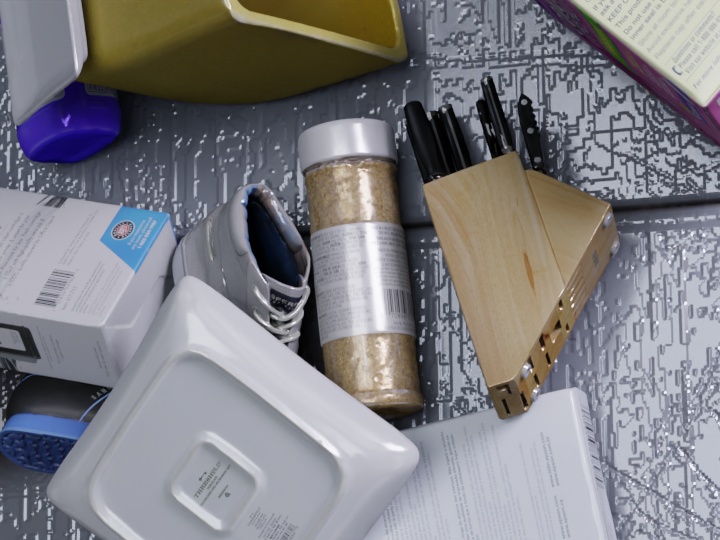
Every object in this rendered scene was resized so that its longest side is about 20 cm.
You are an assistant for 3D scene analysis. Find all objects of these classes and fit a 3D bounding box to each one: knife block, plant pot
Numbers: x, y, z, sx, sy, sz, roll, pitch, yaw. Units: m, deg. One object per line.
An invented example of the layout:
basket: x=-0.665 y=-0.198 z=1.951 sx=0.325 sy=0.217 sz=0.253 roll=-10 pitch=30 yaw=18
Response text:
knife block: x=0.074 y=-0.025 z=1.525 sx=0.175 sy=0.064 sz=0.201 roll=24 pitch=74 yaw=21
plant pot: x=-0.118 y=-0.213 z=1.585 sx=0.199 sy=0.195 sz=0.195 roll=-22 pitch=73 yaw=33

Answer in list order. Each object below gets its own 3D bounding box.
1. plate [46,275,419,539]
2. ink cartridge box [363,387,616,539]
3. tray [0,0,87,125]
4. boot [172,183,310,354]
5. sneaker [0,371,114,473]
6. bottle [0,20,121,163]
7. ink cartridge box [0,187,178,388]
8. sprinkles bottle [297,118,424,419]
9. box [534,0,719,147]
plate: x=-0.092 y=0.138 z=1.518 sx=0.200 sy=0.032 sz=0.200 roll=37 pitch=110 yaw=6
ink cartridge box: x=0.073 y=0.197 z=1.517 sx=0.199 sy=0.041 sz=0.201 roll=-15 pitch=74 yaw=17
tray: x=-0.217 y=-0.208 z=1.553 sx=0.107 sy=0.022 sz=0.201 roll=-28 pitch=67 yaw=56
boot: x=-0.070 y=0.041 z=1.555 sx=0.096 sy=0.073 sz=0.201 roll=-44 pitch=57 yaw=45
sneaker: x=-0.150 y=0.107 z=1.599 sx=0.199 sy=0.070 sz=0.078 roll=11 pitch=52 yaw=6
bottle: x=-0.226 y=-0.182 z=1.674 sx=0.083 sy=0.065 sz=0.201 roll=-29 pitch=68 yaw=47
ink cartridge box: x=-0.239 y=0.007 z=1.622 sx=0.199 sy=0.068 sz=0.116 roll=9 pitch=47 yaw=21
sprinkles bottle: x=0.000 y=0.000 z=1.564 sx=0.068 sy=0.068 sz=0.201 roll=-10 pitch=77 yaw=17
box: x=0.192 y=-0.176 z=1.471 sx=0.200 sy=0.176 sz=0.097 roll=42 pitch=95 yaw=21
